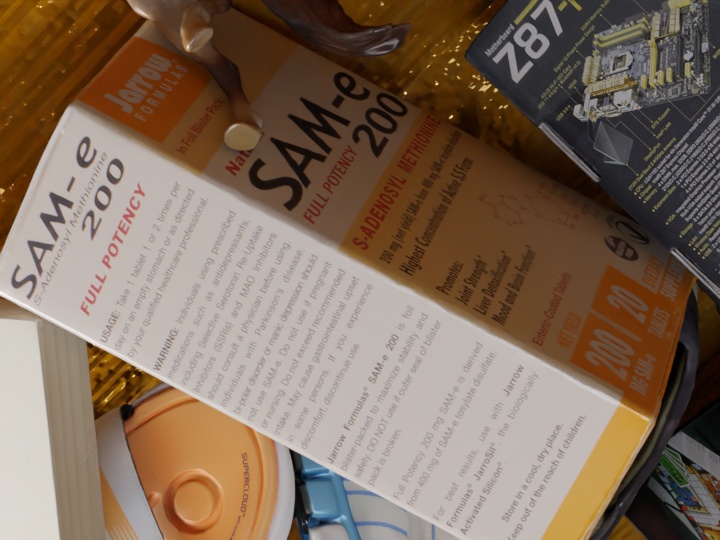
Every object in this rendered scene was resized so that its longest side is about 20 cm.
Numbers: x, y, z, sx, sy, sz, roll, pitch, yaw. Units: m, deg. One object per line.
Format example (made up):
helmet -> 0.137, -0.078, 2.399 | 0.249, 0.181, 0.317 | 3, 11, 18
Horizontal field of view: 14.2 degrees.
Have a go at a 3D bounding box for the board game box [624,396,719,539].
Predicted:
board game box -> 0.181, 0.128, 1.027 | 0.200, 0.023, 0.105 | 48, 143, 1

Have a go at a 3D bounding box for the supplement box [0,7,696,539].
supplement box -> 0.000, 0.000, 0.920 | 0.200, 0.126, 0.074 | 28, 117, 0

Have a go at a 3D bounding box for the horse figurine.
horse figurine -> -0.086, -0.107, 0.886 | 0.200, 0.133, 0.050 | 20, 122, -23

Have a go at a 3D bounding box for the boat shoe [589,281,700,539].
boat shoe -> 0.061, 0.076, 1.038 | 0.072, 0.065, 0.200 | 23, 117, -17

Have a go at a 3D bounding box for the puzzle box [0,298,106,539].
puzzle box -> -0.170, 0.071, 0.960 | 0.200, 0.025, 0.133 | 4, 105, 32

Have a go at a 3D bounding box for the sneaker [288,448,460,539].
sneaker -> 0.026, 0.100, 0.995 | 0.087, 0.200, 0.075 | -16, 158, -5

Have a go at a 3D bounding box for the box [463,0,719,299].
box -> 0.154, -0.089, 0.912 | 0.161, 0.049, 0.200 | 42, 113, 6

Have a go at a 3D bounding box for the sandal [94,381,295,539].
sandal -> -0.111, 0.114, 0.978 | 0.207, 0.059, 0.079 | -38, 79, 12

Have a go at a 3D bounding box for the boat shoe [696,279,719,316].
boat shoe -> 0.185, -0.048, 0.966 | 0.073, 0.075, 0.200 | 32, 113, -21
